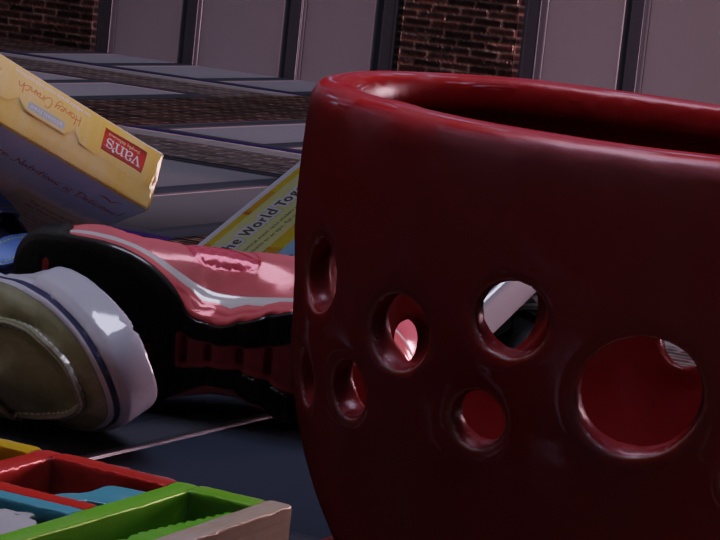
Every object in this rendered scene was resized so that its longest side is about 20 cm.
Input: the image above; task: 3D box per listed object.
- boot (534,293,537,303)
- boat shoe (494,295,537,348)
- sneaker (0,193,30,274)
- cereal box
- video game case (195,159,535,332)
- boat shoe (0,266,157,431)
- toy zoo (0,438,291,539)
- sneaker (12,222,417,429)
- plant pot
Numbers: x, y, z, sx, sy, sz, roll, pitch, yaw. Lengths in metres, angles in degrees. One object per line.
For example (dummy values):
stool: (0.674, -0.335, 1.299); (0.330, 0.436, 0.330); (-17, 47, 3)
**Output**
boot: (0.088, 0.026, 1.346); (0.095, 0.074, 0.200); (0, 0, -3)
boat shoe: (0.057, 0.030, 1.269); (0.073, 0.062, 0.200); (4, 9, -37)
sneaker: (-0.190, -0.002, 1.243); (0.200, 0.082, 0.074); (11, 7, 24)
cereal box: (-0.215, -0.054, 1.310); (0.144, 0.040, 0.200); (31, -32, -32)
video game case: (0.000, 0.000, 1.273); (0.182, 0.023, 0.200); (12, 39, 36)
boat shoe: (-0.160, 0.037, 1.101); (0.062, 0.072, 0.200); (-29, 23, -31)
toy zoo: (-0.142, 0.082, 0.896); (0.200, 0.021, 0.131); (10, 9, 26)
sneaker: (-0.062, 0.023, 1.168); (0.200, 0.074, 0.087); (16, 21, 15)
plant pot: (0.075, 0.041, 0.766); (0.200, 0.183, 0.200); (6, 7, -1)
